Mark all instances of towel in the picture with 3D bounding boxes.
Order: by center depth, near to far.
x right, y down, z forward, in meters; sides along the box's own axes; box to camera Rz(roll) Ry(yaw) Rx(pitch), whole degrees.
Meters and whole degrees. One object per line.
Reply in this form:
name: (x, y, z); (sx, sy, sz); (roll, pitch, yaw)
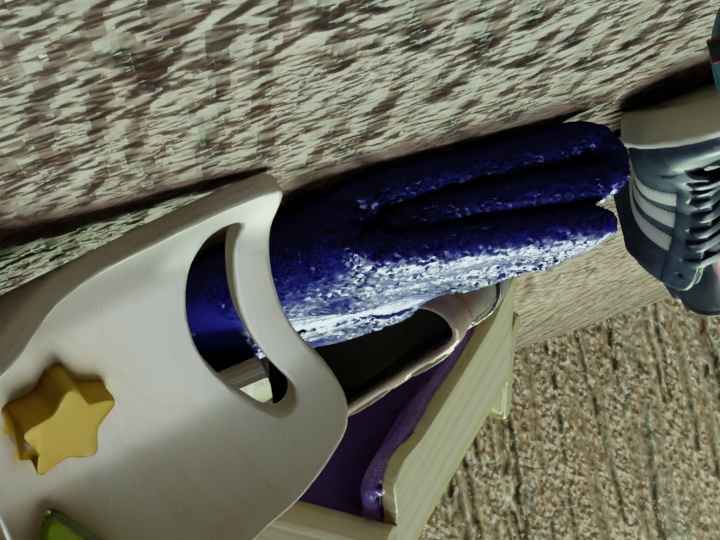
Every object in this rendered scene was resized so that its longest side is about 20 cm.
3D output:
towel: (0.000, 0.000, 1.093); (0.147, 0.050, 0.200); (-17, 175, -33)

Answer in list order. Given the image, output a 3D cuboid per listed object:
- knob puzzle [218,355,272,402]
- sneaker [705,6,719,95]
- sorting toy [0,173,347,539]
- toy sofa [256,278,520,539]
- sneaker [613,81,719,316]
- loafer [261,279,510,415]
knob puzzle: (-0.127, 0.091, 1.158); (0.218, 0.031, 0.220); (-23, 176, -2)
sneaker: (0.192, -0.079, 0.758); (0.199, 0.080, 0.096); (-20, 173, 8)
sorting toy: (-0.085, 0.055, 0.918); (0.180, 0.201, 0.107); (-34, -135, -18)
toy sofa: (0.010, 0.076, 1.401); (0.082, 0.098, 0.200); (13, -143, 17)
sneaker: (0.144, -0.028, 1.116); (0.075, 0.085, 0.200); (-18, 175, -1)
loafer: (-0.023, 0.040, 1.264); (0.199, 0.072, 0.063); (-30, -162, 31)
